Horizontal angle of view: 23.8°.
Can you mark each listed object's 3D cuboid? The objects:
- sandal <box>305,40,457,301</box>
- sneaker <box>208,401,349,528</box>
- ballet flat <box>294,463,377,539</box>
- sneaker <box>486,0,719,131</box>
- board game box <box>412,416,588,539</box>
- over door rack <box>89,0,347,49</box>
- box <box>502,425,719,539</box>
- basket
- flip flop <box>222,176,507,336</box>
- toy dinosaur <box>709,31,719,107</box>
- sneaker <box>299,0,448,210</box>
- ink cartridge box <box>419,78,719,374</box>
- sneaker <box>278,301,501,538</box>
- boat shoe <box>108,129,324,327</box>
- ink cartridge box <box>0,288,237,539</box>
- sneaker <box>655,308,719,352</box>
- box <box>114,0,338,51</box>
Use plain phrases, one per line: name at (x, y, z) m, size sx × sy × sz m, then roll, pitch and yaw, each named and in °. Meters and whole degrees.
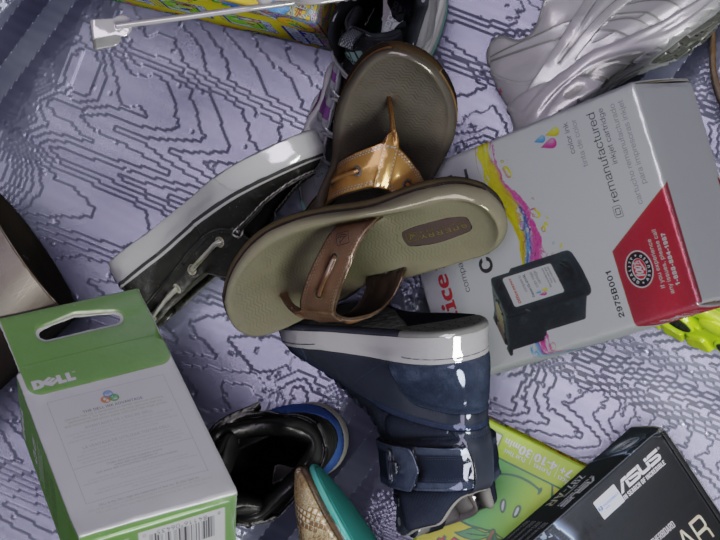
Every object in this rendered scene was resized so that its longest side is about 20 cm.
sandal at (0.004, -0.053, 1.104) m, size 0.081 × 0.055 × 0.201 m, roll 21°, pitch 120°, yaw -14°
sneaker at (-0.107, 0.146, 1.169) m, size 0.198 × 0.111 × 0.077 m, roll -20°, pitch 85°, yaw 6°
ballet flat at (0.005, 0.219, 1.113) m, size 0.065 × 0.071 × 0.201 m, roll -37°, pitch 94°, yaw 12°
sneaker at (0.171, -0.176, 1.168) m, size 0.199 × 0.078 × 0.100 m, roll -32°, pitch 79°, yaw 5°
board game box at (0.081, 0.209, 1.174) m, size 0.101 × 0.048 × 0.202 m, roll 25°, pitch 90°, yaw 8°
over door rack at (-0.093, -0.232, 1.088) m, size 0.198 × 0.067 × 0.149 m, roll -9°, pitch 85°, yaw 5°
box at (0.161, 0.224, 1.112) m, size 0.199 × 0.043 × 0.161 m, roll -37°, pitch 98°, yaw -19°
basket at (-0.310, 0.044, 1.194) m, size 0.199 × 0.136 × 0.181 m, roll -34°, pitch 71°, yaw 1°
flip flop at (0.000, 0.000, 1.086) m, size 0.198 × 0.081 × 0.058 m, roll -16°, pitch 46°, yaw 18°
toy dinosaur at (0.282, -0.067, 1.154) m, size 0.200 × 0.106 × 0.060 m, roll 45°, pitch 117°, yaw 3°
sneaker at (-0.002, -0.128, 1.154) m, size 0.077 × 0.140 × 0.202 m, roll 17°, pitch 89°, yaw 8°
ink cartridge box at (0.134, -0.022, 1.114) m, size 0.199 × 0.082 × 0.147 m, roll -21°, pitch 83°, yaw 38°
sneaker at (0.017, 0.099, 1.142) m, size 0.076 × 0.202 × 0.148 m, roll -16°, pitch 104°, yaw -32°
boat shoe at (-0.090, -0.026, 1.177) m, size 0.199 × 0.071 × 0.064 m, roll -35°, pitch 84°, yaw 34°
ink cartridge box at (-0.161, 0.106, 1.109) m, size 0.103 × 0.060 × 0.201 m, roll -13°, pitch 45°, yaw -20°
sneaker at (0.253, 0.011, 1.159) m, size 0.199 × 0.074 × 0.084 m, roll 27°, pitch 65°, yaw 11°
box at (-0.089, -0.278, 1.183) m, size 0.191 × 0.122 × 0.202 m, roll 14°, pitch 89°, yaw 8°
